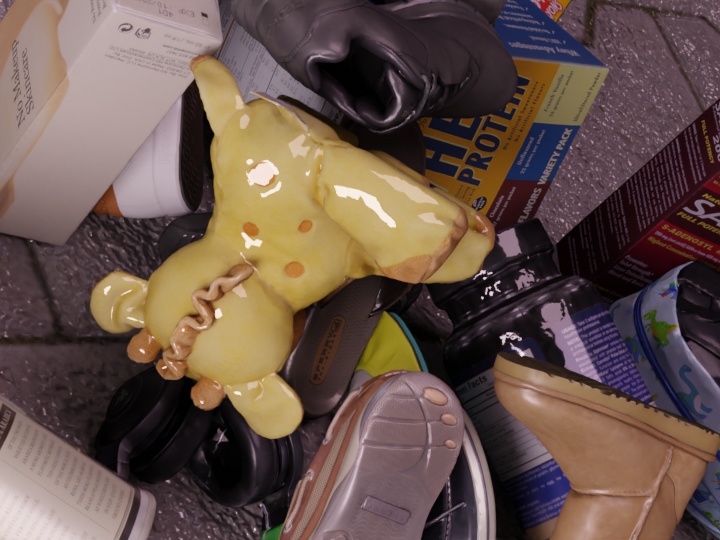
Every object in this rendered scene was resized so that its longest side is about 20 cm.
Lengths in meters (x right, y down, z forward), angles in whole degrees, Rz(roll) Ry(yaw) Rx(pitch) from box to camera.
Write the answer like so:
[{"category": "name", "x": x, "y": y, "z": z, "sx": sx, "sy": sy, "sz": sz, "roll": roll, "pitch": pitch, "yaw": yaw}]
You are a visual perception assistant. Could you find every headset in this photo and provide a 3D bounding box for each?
[{"category": "headset", "x": -0.098, "y": 0.096, "z": 1.184, "sx": 0.123, "sy": 0.094, "sz": 0.201, "roll": 20, "pitch": 60, "yaw": -34}]

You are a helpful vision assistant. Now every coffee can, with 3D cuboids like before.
[{"category": "coffee can", "x": -0.219, "y": 0.113, "z": 0.981, "sx": 0.200, "sy": 0.146, "sz": 0.147, "roll": 36, "pitch": 40, "yaw": -12}]

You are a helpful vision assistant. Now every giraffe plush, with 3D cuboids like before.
[{"category": "giraffe plush", "x": -0.047, "y": -0.002, "z": 1.122, "sx": 0.172, "sy": 0.163, "sz": 0.200, "roll": 35, "pitch": 6, "yaw": 35}]

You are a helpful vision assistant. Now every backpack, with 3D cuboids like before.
[{"category": "backpack", "x": 0.252, "y": 0.091, "z": 1.441, "sx": 0.200, "sy": 0.153, "sz": 0.163, "roll": 55, "pitch": 36, "yaw": -23}]

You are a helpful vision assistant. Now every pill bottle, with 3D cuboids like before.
[{"category": "pill bottle", "x": 0.121, "y": 0.074, "z": 1.324, "sx": 0.112, "sy": 0.112, "sz": 0.201, "roll": -19, "pitch": 81, "yaw": -48}]

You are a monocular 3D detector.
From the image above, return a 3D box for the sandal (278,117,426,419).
[{"category": "sandal", "x": 0.000, "y": 0.000, "z": 1.249, "sx": 0.082, "sy": 0.201, "sz": 0.055, "roll": 15, "pitch": 6, "yaw": -45}]

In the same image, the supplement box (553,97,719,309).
[{"category": "supplement box", "x": 0.238, "y": -0.030, "z": 1.471, "sx": 0.109, "sy": 0.200, "sz": 0.061, "roll": 20, "pitch": 45, "yaw": -27}]

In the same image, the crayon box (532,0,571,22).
[{"category": "crayon box", "x": 0.075, "y": -0.235, "z": 1.618, "sx": 0.172, "sy": 0.058, "sz": 0.200, "roll": 41, "pitch": 39, "yaw": -5}]

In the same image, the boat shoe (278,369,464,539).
[{"category": "boat shoe", "x": -0.008, "y": 0.146, "z": 1.145, "sx": 0.076, "sy": 0.200, "sz": 0.072, "roll": 30, "pitch": -3, "yaw": -23}]

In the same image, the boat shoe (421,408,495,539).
[{"category": "boat shoe", "x": 0.036, "y": 0.173, "z": 1.182, "sx": 0.062, "sy": 0.075, "sz": 0.201, "roll": 7, "pitch": 78, "yaw": -18}]

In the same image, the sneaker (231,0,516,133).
[{"category": "sneaker", "x": 0.018, "y": -0.110, "z": 1.154, "sx": 0.200, "sy": 0.076, "sz": 0.091, "roll": 10, "pitch": 38, "yaw": -43}]

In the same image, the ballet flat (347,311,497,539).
[{"category": "ballet flat", "x": 0.024, "y": 0.115, "z": 1.269, "sx": 0.067, "sy": 0.067, "sz": 0.201, "roll": -13, "pitch": 66, "yaw": -23}]

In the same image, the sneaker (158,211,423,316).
[{"category": "sneaker", "x": -0.053, "y": -0.012, "z": 1.311, "sx": 0.200, "sy": 0.076, "sz": 0.091, "roll": 13, "pitch": 42, "yaw": -46}]

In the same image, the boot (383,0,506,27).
[{"category": "boot", "x": 0.022, "y": -0.232, "z": 1.250, "sx": 0.200, "sy": 0.131, "sz": 0.068, "roll": 30, "pitch": 27, "yaw": 11}]

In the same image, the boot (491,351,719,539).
[{"category": "boot", "x": 0.117, "y": 0.164, "z": 1.204, "sx": 0.175, "sy": 0.201, "sz": 0.066, "roll": 23, "pitch": 0, "yaw": -28}]

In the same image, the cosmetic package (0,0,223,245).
[{"category": "cosmetic package", "x": -0.162, "y": -0.115, "z": 1.190, "sx": 0.071, "sy": 0.200, "sz": 0.106, "roll": 13, "pitch": 47, "yaw": -32}]

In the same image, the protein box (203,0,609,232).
[{"category": "protein box", "x": 0.012, "y": -0.136, "z": 1.367, "sx": 0.198, "sy": 0.135, "sz": 0.200, "roll": 1, "pitch": 35, "yaw": -41}]

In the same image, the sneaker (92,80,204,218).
[{"category": "sneaker", "x": -0.141, "y": -0.126, "z": 1.294, "sx": 0.073, "sy": 0.084, "sz": 0.201, "roll": 58, "pitch": 31, "yaw": -58}]
